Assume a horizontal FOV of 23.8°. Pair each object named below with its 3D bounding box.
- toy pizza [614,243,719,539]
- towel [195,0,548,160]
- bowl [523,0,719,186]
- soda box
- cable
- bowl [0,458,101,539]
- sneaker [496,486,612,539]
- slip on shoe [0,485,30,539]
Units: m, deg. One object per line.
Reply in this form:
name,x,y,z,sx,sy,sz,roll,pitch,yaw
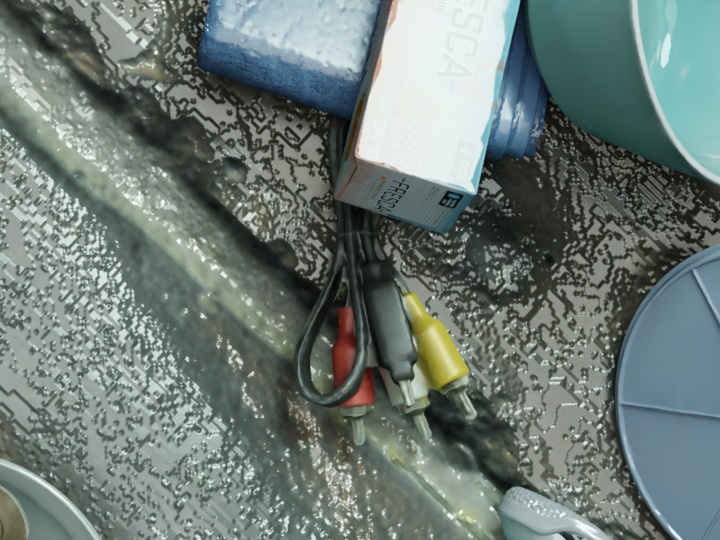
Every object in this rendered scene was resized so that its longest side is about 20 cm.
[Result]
toy pizza,0.231,0.080,0.932,0.198,0.032,0.203,10,106,36
towel,0.012,-0.132,0.951,0.198,0.049,0.113,16,69,-7
bowl,0.161,-0.145,0.920,0.200,0.104,0.204,-4,95,-47
soda box,0.043,-0.128,0.896,0.068,0.064,0.202,17,71,-6
cable,0.000,0.000,0.969,0.096,0.050,0.202,-12,77,2
bowl,-0.221,0.193,0.911,0.198,0.090,0.204,0,88,-5
sneaker,0.127,0.220,0.945,0.200,0.075,0.115,45,83,-5
slip on shoe,-0.250,0.176,0.833,0.199,0.061,0.076,-34,91,-5
